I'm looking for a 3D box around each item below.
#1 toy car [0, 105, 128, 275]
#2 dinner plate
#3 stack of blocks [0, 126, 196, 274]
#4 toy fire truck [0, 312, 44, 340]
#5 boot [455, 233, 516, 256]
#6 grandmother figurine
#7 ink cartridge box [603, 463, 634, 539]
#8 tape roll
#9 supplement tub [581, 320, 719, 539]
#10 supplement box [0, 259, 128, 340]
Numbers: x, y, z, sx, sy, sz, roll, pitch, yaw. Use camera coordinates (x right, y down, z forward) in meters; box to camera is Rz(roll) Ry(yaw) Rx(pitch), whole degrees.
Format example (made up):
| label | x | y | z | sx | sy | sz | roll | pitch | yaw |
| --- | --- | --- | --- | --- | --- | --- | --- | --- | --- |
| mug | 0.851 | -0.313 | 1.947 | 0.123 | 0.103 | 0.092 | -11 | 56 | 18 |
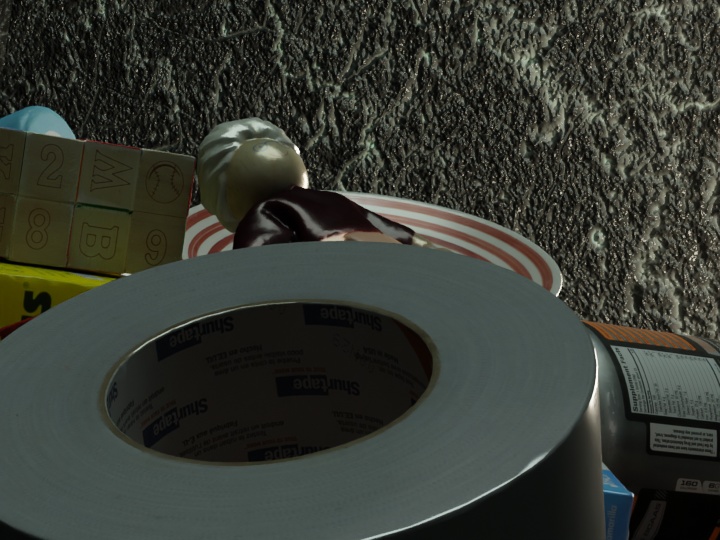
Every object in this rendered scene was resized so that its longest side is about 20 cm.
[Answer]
| label | x | y | z | sx | sy | sz | roll | pitch | yaw |
| --- | --- | --- | --- | --- | --- | --- | --- | --- | --- |
| toy car | -0.260 | 0.026 | 1.132 | 0.183 | 0.178 | 0.200 | -16 | 25 | 28 |
| dinner plate | 0.000 | 0.000 | 0.929 | 0.198 | 0.024 | 0.200 | 6 | 21 | -2 |
| stack of blocks | -0.191 | -0.040 | 0.867 | 0.198 | 0.059 | 0.115 | 8 | 0 | -32 |
| toy fire truck | -0.170 | 0.056 | 0.654 | 0.140 | 0.049 | 0.200 | -16 | 0 | 7 |
| boot | 0.037 | 0.065 | 1.055 | 0.129 | 0.201 | 0.068 | -11 | 40 | 2 |
| grandmother figurine | -0.006 | -0.005 | 0.821 | 0.121 | 0.061 | 0.200 | 6 | 28 | -46 |
| ink cartridge box | 0.003 | 0.099 | 0.775 | 0.198 | 0.069 | 0.115 | 9 | 2 | -1 |
| tape roll | -0.025 | 0.061 | 0.579 | 0.198 | 0.067 | 0.201 | -5 | 25 | 3 |
| supplement tub | 0.135 | 0.090 | 0.921 | 0.198 | 0.124 | 0.122 | 8 | 1 | -27 |
| supplement box | -0.175 | 0.049 | 0.838 | 0.198 | 0.110 | 0.109 | 8 | 1 | -30 |
